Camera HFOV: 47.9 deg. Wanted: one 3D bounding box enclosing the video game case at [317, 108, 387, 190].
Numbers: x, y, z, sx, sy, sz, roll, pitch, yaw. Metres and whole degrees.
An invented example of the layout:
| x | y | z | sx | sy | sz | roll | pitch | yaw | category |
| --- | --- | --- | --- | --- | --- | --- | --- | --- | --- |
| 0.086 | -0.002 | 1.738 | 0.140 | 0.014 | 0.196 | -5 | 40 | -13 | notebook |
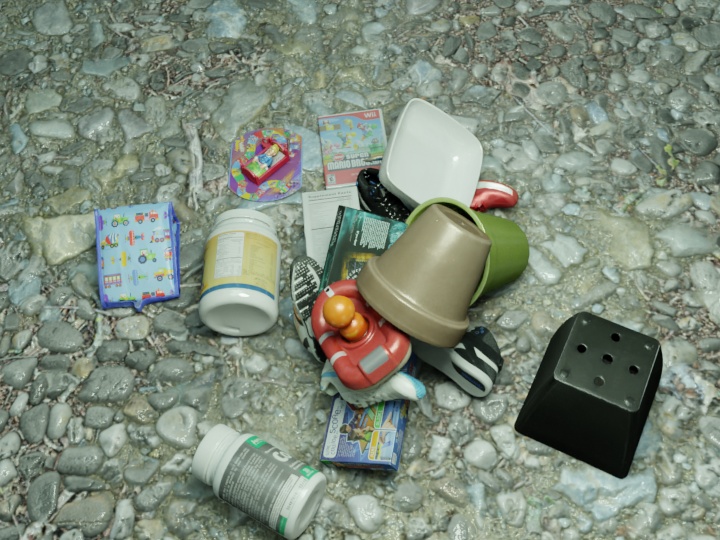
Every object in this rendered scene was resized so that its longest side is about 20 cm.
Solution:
| x | y | z | sx | sy | sz | roll | pitch | yaw | category |
| --- | --- | --- | --- | --- | --- | --- | --- | --- | --- |
| -0.012 | -0.257 | 1.720 | 0.141 | 0.018 | 0.202 | -7 | 57 | -1 | video game case |

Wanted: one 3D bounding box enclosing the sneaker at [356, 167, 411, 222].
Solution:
| x | y | z | sx | sy | sz | roll | pitch | yaw | category |
| --- | --- | --- | --- | --- | --- | --- | --- | --- | --- |
| 0.057 | -0.119 | 1.563 | 0.073 | 0.112 | 0.200 | -38 | 63 | -18 | sneaker |

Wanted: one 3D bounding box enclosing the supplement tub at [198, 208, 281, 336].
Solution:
| x | y | z | sx | sy | sz | roll | pitch | yaw | category |
| --- | --- | --- | --- | --- | --- | --- | --- | --- | --- |
| -0.218 | 0.003 | 1.493 | 0.143 | 0.145 | 0.202 | -2 | 57 | 2 | supplement tub |

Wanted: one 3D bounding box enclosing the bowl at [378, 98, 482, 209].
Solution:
| x | y | z | sx | sy | sz | roll | pitch | yaw | category |
| --- | --- | --- | --- | --- | --- | --- | --- | --- | --- |
| 0.126 | -0.198 | 1.533 | 0.199 | 0.074 | 0.201 | 29 | 66 | -23 | bowl |

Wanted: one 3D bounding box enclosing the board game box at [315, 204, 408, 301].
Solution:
| x | y | z | sx | sy | sz | roll | pitch | yaw | category |
| --- | --- | --- | --- | --- | --- | --- | --- | --- | --- |
| 0.000 | 0.000 | 1.408 | 0.134 | 0.028 | 0.202 | 13 | 92 | -32 | board game box |

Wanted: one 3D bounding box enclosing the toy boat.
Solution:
| x | y | z | sx | sy | sz | roll | pitch | yaw | category |
| --- | --- | --- | --- | --- | --- | --- | --- | --- | --- |
| -0.016 | 0.085 | 1.280 | 0.130 | 0.131 | 0.200 | -38 | 42 | 1 | toy boat |

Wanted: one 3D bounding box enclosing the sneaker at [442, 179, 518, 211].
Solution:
| x | y | z | sx | sy | sz | roll | pitch | yaw | category |
| --- | --- | --- | --- | --- | --- | --- | --- | --- | --- |
| 0.205 | -0.113 | 1.594 | 0.198 | 0.078 | 0.117 | 5 | 66 | 21 | sneaker |

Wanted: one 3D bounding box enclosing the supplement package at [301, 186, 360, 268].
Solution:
| x | y | z | sx | sy | sz | roll | pitch | yaw | category |
| --- | --- | --- | --- | --- | --- | --- | --- | --- | --- |
| -0.045 | -0.043 | 1.531 | 0.113 | 0.110 | 0.202 | -6 | 58 | -1 | supplement package |

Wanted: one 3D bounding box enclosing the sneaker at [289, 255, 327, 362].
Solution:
| x | y | z | sx | sy | sz | roll | pitch | yaw | category |
| --- | --- | --- | --- | --- | --- | --- | --- | --- | --- |
| -0.095 | 0.066 | 1.425 | 0.073 | 0.202 | 0.080 | -24 | 26 | -30 | sneaker |

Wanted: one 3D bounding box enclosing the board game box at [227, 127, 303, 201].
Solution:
| x | y | z | sx | sy | sz | roll | pitch | yaw | category |
| --- | --- | --- | --- | --- | --- | --- | --- | --- | --- |
| -0.201 | -0.237 | 1.704 | 0.156 | 0.039 | 0.202 | -2 | 57 | 2 | board game box |

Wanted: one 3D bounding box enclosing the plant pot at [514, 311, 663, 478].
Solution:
| x | y | z | sx | sy | sz | roll | pitch | yaw | category |
| --- | --- | --- | --- | --- | --- | --- | --- | --- | --- |
| 0.384 | 0.185 | 1.324 | 0.198 | 0.178 | 0.201 | 22 | 62 | 17 | plant pot |

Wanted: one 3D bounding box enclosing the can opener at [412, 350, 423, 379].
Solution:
| x | y | z | sx | sy | sz | roll | pitch | yaw | category |
| --- | --- | --- | --- | --- | --- | --- | --- | --- | --- |
| 0.119 | 0.129 | 1.447 | 0.066 | 0.053 | 0.201 | 20 | 61 | 16 | can opener |

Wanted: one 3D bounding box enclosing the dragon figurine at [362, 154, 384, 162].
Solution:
| x | y | z | sx | sy | sz | roll | pitch | yaw | category |
| --- | --- | --- | --- | --- | --- | --- | --- | --- | --- |
| 0.105 | -0.219 | 1.632 | 0.199 | 0.100 | 0.059 | -27 | 41 | -23 | dragon figurine |

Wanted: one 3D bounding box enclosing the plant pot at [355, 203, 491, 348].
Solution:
| x | y | z | sx | sy | sz | roll | pitch | yaw | category |
| --- | --- | --- | --- | --- | --- | --- | --- | --- | --- |
| 0.118 | -0.004 | 1.290 | 0.200 | 0.200 | 0.175 | 39 | 107 | 24 | plant pot |

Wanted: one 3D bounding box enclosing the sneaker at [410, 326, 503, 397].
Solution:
| x | y | z | sx | sy | sz | roll | pitch | yaw | category |
| --- | --- | --- | --- | --- | --- | --- | --- | --- | --- |
| 0.162 | 0.120 | 1.417 | 0.200 | 0.073 | 0.112 | 42 | 47 | -4 | sneaker |

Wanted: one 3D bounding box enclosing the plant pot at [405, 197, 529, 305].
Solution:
| x | y | z | sx | sy | sz | roll | pitch | yaw | category |
| --- | --- | --- | --- | --- | --- | --- | --- | --- | --- |
| 0.202 | -0.029 | 1.454 | 0.189 | 0.201 | 0.200 | -4 | 47 | -46 | plant pot |

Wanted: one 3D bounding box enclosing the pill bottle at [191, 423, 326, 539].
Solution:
| x | y | z | sx | sy | sz | roll | pitch | yaw | category |
| --- | --- | --- | --- | --- | --- | --- | --- | --- | --- |
| -0.164 | 0.333 | 1.299 | 0.199 | 0.113 | 0.114 | 25 | 62 | 17 | pill bottle |

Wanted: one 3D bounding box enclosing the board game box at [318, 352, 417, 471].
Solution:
| x | y | z | sx | sy | sz | roll | pitch | yaw | category |
| --- | --- | --- | --- | --- | --- | --- | --- | --- | --- |
| 0.014 | 0.232 | 1.366 | 0.134 | 0.034 | 0.202 | -3 | 58 | 28 | board game box |

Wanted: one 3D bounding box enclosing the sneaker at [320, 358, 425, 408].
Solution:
| x | y | z | sx | sy | sz | roll | pitch | yaw | category |
| --- | --- | --- | --- | --- | --- | --- | --- | --- | --- |
| 0.020 | 0.188 | 1.327 | 0.199 | 0.076 | 0.081 | 11 | 74 | 41 | sneaker |

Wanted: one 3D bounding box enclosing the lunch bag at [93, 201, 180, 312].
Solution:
| x | y | z | sx | sy | sz | roll | pitch | yaw | category |
| --- | --- | --- | --- | --- | --- | --- | --- | --- | --- |
| -0.426 | -0.019 | 1.562 | 0.149 | 0.094 | 0.202 | -6 | 67 | -4 | lunch bag |
